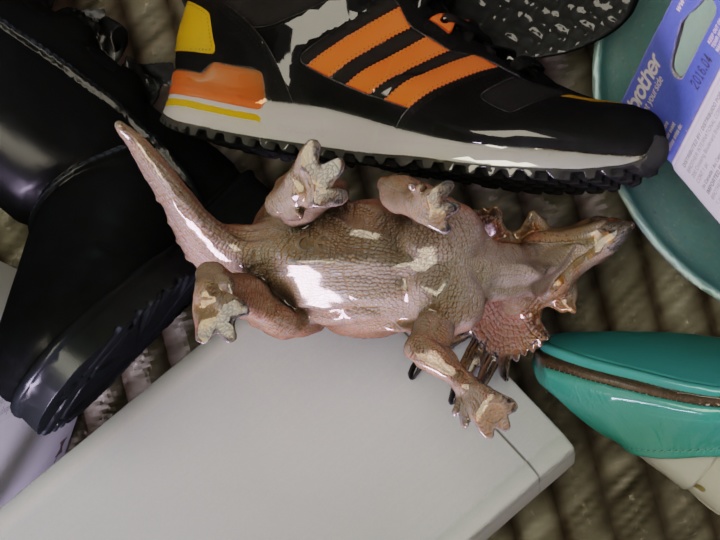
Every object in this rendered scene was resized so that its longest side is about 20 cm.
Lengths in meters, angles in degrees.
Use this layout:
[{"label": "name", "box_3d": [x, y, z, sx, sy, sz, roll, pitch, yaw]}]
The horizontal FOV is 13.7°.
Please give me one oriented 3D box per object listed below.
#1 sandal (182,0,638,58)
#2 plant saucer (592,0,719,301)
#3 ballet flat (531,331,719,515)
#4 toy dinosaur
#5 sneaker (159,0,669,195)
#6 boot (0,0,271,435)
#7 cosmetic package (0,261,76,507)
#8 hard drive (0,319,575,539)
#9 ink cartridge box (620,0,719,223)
[{"label": "sandal", "box_3d": [0.021, -0.126, 1.194, 0.199, 0.048, 0.076, 6, 101, 27]}, {"label": "plant saucer", "box_3d": [0.190, -0.074, 1.159, 0.199, 0.036, 0.202, -1, 87, 12]}, {"label": "ballet flat", "box_3d": [0.162, 0.062, 1.146, 0.199, 0.067, 0.071, 1, 105, 15]}, {"label": "toy dinosaur", "box_3d": [0.000, 0.000, 1.114, 0.199, 0.136, 0.086, 14, 93, -2]}, {"label": "sneaker", "box_3d": [0.021, -0.082, 1.136, 0.199, 0.070, 0.091, 8, 88, 19]}, {"label": "boot", "box_3d": [-0.131, -0.038, 1.154, 0.162, 0.198, 0.073, 41, 124, 2]}, {"label": "cosmetic package", "box_3d": [-0.215, 0.023, 1.199, 0.199, 0.113, 0.082, 23, 110, 12]}, {"label": "hard drive", "box_3d": [-0.034, 0.088, 1.163, 0.200, 0.027, 0.132, -39, 71, -13]}, {"label": "ink cartridge box", "box_3d": [0.182, -0.030, 1.072, 0.042, 0.120, 0.200, -26, 65, -32]}]
